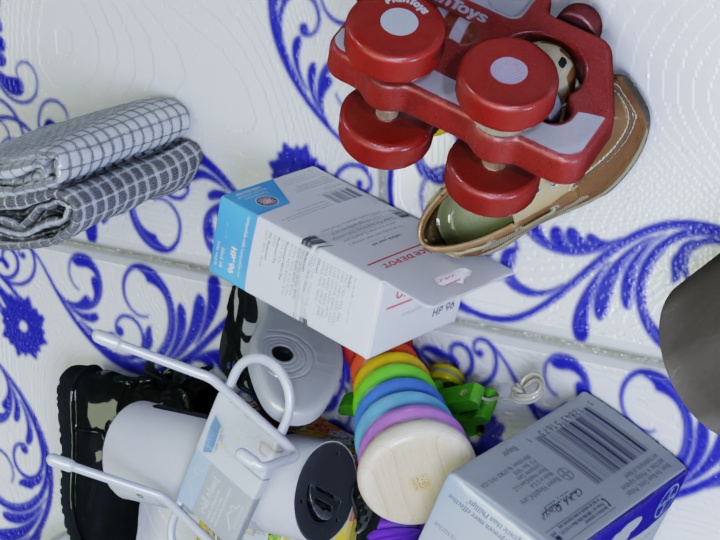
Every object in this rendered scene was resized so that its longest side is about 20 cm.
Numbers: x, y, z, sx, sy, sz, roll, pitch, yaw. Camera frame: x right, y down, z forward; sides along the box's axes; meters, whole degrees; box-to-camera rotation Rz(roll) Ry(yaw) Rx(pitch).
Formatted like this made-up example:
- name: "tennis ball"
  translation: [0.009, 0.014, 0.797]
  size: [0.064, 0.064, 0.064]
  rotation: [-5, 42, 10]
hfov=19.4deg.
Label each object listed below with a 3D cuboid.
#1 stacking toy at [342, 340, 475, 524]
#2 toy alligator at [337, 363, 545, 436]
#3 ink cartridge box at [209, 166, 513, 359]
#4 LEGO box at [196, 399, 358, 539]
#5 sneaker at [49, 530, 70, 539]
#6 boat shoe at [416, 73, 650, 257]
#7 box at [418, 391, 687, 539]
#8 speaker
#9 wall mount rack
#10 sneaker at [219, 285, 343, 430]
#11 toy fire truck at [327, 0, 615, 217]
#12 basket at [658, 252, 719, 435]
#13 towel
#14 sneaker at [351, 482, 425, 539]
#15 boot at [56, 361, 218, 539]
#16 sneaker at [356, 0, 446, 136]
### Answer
- name: "stacking toy"
  translation: [0.026, 0.097, 1.546]
  size: [0.200, 0.085, 0.086]
  rotation: [-107, 27, -59]
- name: "toy alligator"
  translation: [0.070, 0.108, 1.595]
  size: [0.200, 0.059, 0.054]
  rotation: [-7, 140, 40]
- name: "ink cartridge box"
  translation: [0.000, 0.000, 1.572]
  size: [0.200, 0.116, 0.068]
  rotation: [28, 120, 30]
- name: "LEGO box"
  translation: [-0.054, 0.223, 1.712]
  size: [0.149, 0.077, 0.201]
  rotation: [26, 119, 31]
- name: "sneaker"
  translation: [-0.268, 0.336, 1.921]
  size: [0.077, 0.080, 0.201]
  rotation: [5, 107, 38]
- name: "boat shoe"
  translation: [0.118, -0.064, 1.482]
  size: [0.200, 0.074, 0.076]
  rotation: [-40, 78, 37]
- name: "box"
  translation: [0.117, 0.216, 1.502]
  size: [0.105, 0.184, 0.200]
  rotation: [37, 124, 23]
- name: "speaker"
  translation: [-0.102, 0.155, 1.625]
  size: [0.199, 0.081, 0.082]
  rotation: [8, 109, 37]
- name: "wall mount rack"
  translation: [-0.135, 0.136, 1.550]
  size: [0.174, 0.074, 0.200]
  rotation: [38, 118, 27]
- name: "sneaker"
  translation: [-0.065, 0.075, 1.637]
  size: [0.200, 0.073, 0.112]
  rotation: [-99, 23, -48]
- name: "toy fire truck"
  translation: [0.083, -0.142, 1.413]
  size: [0.200, 0.168, 0.112]
  rotation: [25, 145, 16]
- name: "basket"
  translation: [0.299, 0.025, 1.332]
  size: [0.200, 0.136, 0.181]
  rotation: [-31, 80, 44]
- name: "towel"
  translation: [-0.249, -0.069, 1.722]
  size: [0.200, 0.165, 0.086]
  rotation: [-10, 103, 41]
- name: "sneaker"
  translation: [0.022, 0.200, 1.563]
  size: [0.099, 0.200, 0.070]
  rotation: [35, 141, 25]
- name: "boot"
  translation: [-0.179, 0.170, 1.805]
  size: [0.162, 0.073, 0.199]
  rotation: [4, 106, 35]
- name: "sneaker"
  translation: [0.027, -0.191, 1.506]
  size: [0.070, 0.090, 0.201]
  rotation: [-19, 92, 41]
